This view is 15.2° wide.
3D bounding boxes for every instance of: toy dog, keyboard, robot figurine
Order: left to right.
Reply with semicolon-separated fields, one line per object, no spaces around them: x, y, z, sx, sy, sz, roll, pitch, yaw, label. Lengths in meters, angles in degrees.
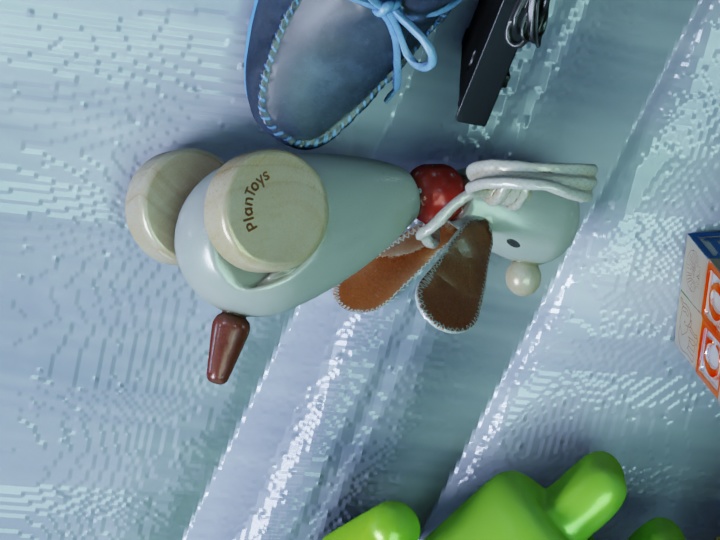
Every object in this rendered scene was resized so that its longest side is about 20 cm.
0.000;0.000;1.129;0.198;0.132;0.097;2;92;-7;toy dog
0.059;0.173;1.220;0.200;0.116;0.176;-42;93;6;robot figurine
0.079;-0.146;1.058;0.020;0.127;0.201;18;119;-6;keyboard

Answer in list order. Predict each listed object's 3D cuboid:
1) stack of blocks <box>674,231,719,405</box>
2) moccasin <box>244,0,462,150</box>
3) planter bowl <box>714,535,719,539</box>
0.255;0.028;1.210;0.198;0.115;0.059;-3;115;-14;stack of blocks
0.013;-0.136;1.090;0.080;0.068;0.201;21;107;-24;moccasin
0.199;0.179;1.269;0.199;0.083;0.202;-18;122;-30;planter bowl
